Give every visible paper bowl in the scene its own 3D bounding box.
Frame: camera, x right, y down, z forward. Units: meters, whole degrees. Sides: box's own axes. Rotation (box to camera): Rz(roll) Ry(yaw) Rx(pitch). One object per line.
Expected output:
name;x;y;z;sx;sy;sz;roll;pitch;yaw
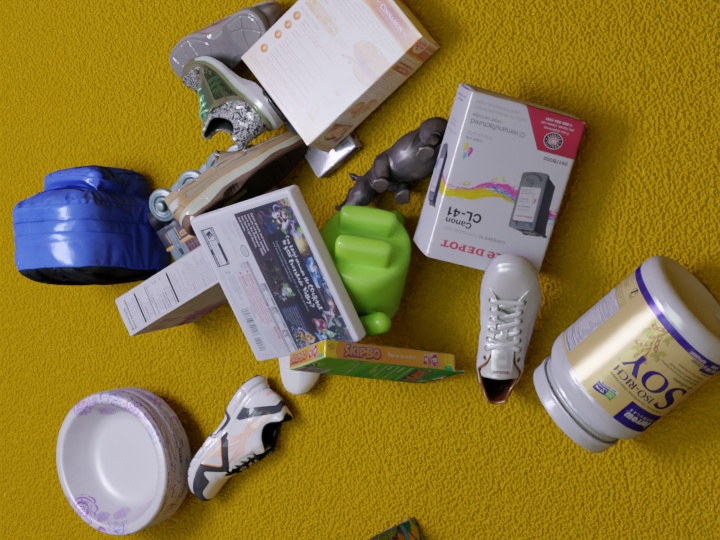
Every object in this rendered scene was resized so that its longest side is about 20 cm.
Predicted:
paper bowl;-0.325;0.266;1.886;0.199;0.104;0.203;2;94;28

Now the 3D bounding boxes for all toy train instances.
toy train;-0.198;-0.089;1.809;0.199;0.085;0.115;-29;93;25

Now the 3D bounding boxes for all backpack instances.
backpack;-0.386;-0.060;1.844;0.161;0.199;0.170;-8;89;30

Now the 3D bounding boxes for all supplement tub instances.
supplement tub;0.307;0.097;1.496;0.200;0.145;0.146;-44;73;24

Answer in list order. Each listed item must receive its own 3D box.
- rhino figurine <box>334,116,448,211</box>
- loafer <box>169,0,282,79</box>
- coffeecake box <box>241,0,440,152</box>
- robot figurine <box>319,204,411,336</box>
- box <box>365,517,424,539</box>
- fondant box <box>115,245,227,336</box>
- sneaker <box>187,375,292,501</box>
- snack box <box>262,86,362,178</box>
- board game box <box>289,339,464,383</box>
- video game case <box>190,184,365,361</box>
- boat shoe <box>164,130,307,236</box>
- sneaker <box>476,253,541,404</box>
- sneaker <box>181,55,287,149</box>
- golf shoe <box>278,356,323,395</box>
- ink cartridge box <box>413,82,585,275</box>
rhino figurine;0.044;-0.124;1.669;0.199;0.088;0.060;-31;118;28
loafer;-0.177;-0.308;1.792;0.199;0.063;0.072;-17;112;46
coffeecake box;-0.026;-0.276;1.682;0.200;0.073;0.154;-42;73;15
robot figurine;0.000;0.000;1.645;0.114;0.201;0.177;7;58;-2
box;0.019;0.437;1.649;0.122;0.199;0.194;-32;77;27
fondant box;-0.208;0.013;1.780;0.199;0.144;0.059;-29;82;28
sneaker;-0.166;0.243;1.814;0.080;0.074;0.201;39;111;19
snack box;-0.076;-0.224;1.758;0.072;0.024;0.201;-38;76;27
board game box;0.022;0.113;1.625;0.095;0.198;0.030;-24;59;57
video game case;-0.101;0.008;1.612;0.181;0.023;0.201;-13;106;42
boat shoe;-0.162;-0.130;1.711;0.076;0.199;0.072;47;157;22
sneaker;0.174;0.075;1.560;0.072;0.085;0.201;2;130;3
sneaker;-0.188;-0.216;1.740;0.089;0.077;0.199;-46;45;-14
golf shoe;-0.086;0.067;1.746;0.072;0.092;0.202;9;99;27
ink cartridge box;0.162;-0.103;1.564;0.146;0.086;0.202;13;101;-10
